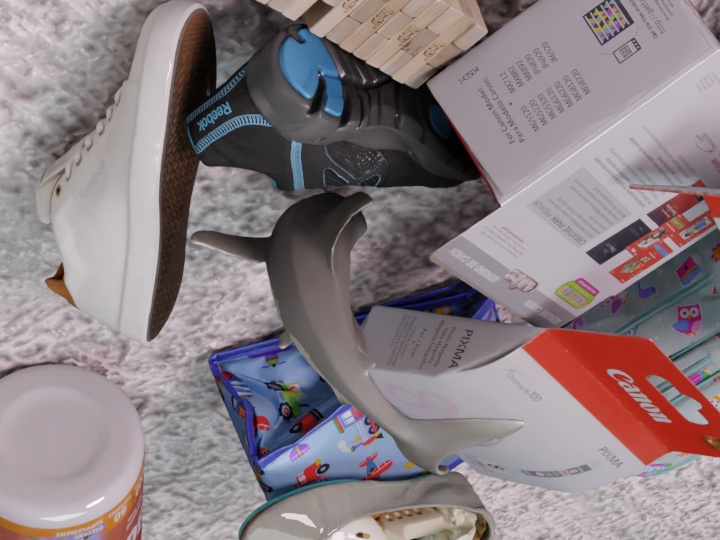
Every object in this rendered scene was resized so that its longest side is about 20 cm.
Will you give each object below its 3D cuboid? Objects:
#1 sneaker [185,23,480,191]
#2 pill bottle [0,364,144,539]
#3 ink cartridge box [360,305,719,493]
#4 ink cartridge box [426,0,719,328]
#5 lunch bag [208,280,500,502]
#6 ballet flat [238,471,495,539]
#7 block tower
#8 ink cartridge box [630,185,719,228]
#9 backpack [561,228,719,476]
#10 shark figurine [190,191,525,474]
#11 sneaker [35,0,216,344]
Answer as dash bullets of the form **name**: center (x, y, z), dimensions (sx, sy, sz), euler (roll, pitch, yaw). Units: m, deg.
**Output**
- **sneaker**: center (-0.008, -0.077, 0.978), dimensions (0.082, 0.074, 0.199), euler (-27, 157, 30)
- **pill bottle**: center (-0.193, 0.157, 1.198), dimensions (0.111, 0.113, 0.201), euler (-8, 145, -13)
- **ink cartridge box**: center (0.112, 0.084, 1.099), dimensions (0.199, 0.057, 0.162), euler (12, 158, 44)
- **ink cartridge box**: center (0.122, -0.063, 1.000), dimensions (0.175, 0.084, 0.200), euler (-35, 155, 12)
- **lunch bag**: center (0.021, 0.089, 1.230), dimensions (0.199, 0.094, 0.151), euler (-24, 144, -6)
- **ballet flat**: center (0.012, 0.167, 1.191), dimensions (0.199, 0.064, 0.068), euler (-3, 131, -46)
- **block tower**: center (-0.020, -0.151, 0.892), dimensions (0.054, 0.058, 0.199), euler (-37, 142, 28)
- **ink cartridge box**: center (0.255, -0.015, 0.952), dimensions (0.162, 0.058, 0.199), euler (8, -169, 43)
- **backpack**: center (0.216, 0.041, 1.198), dimensions (0.199, 0.127, 0.166), euler (-35, 143, 26)
- **shark figurine**: center (-0.004, 0.009, 0.991), dimensions (0.127, 0.215, 0.090), euler (16, 124, -37)
- **sneaker**: center (-0.129, -0.055, 0.970), dimensions (0.084, 0.073, 0.201), euler (22, 124, 10)
